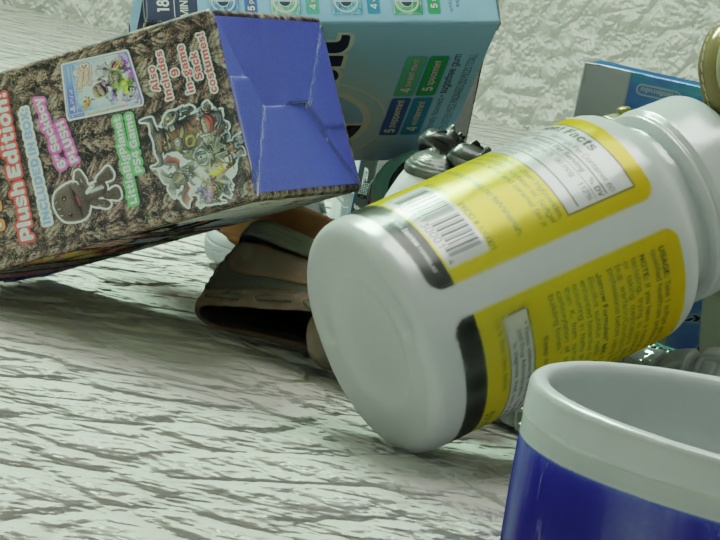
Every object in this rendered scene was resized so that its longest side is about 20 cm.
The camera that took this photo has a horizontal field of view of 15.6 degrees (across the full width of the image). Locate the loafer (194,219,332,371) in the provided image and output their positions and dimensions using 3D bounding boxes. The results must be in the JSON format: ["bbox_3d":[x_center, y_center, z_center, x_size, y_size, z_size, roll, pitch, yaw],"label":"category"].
[{"bbox_3d":[-0.013,0.030,1.366,0.199,0.063,0.072,22,-29,51],"label":"loafer"}]

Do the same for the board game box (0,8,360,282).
[{"bbox_3d":[-0.125,-0.062,1.377,0.199,0.098,0.159,-15,-2,19],"label":"board game box"}]

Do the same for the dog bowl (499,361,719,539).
[{"bbox_3d":[0.154,0.097,0.997,0.198,0.079,0.200,12,8,-2],"label":"dog bowl"}]

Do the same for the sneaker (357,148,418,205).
[{"bbox_3d":[0.088,-0.012,1.617,0.199,0.078,0.140,32,-7,-9],"label":"sneaker"}]

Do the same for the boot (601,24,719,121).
[{"bbox_3d":[0.174,-0.062,1.335,0.154,0.072,0.200,11,-25,38],"label":"boot"}]

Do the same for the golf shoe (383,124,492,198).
[{"bbox_3d":[0.072,0.017,1.412,0.200,0.095,0.078,48,-12,-27],"label":"golf shoe"}]

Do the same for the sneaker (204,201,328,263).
[{"bbox_3d":[-0.048,-0.062,1.733,0.075,0.116,0.200,13,7,8],"label":"sneaker"}]

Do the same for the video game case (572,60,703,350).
[{"bbox_3d":[0.204,-0.008,1.475,0.198,0.183,0.045,13,9,14],"label":"video game case"}]

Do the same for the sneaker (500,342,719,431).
[{"bbox_3d":[0.141,0.067,1.311,0.199,0.078,0.091,23,-3,42],"label":"sneaker"}]

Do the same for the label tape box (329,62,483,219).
[{"bbox_3d":[0.031,-0.097,1.789,0.063,0.202,0.144,10,7,-11],"label":"label tape box"}]

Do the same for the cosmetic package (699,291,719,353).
[{"bbox_3d":[0.271,0.066,1.328,0.103,0.088,0.199,-11,18,-33],"label":"cosmetic package"}]

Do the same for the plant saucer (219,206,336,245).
[{"bbox_3d":[0.000,0.000,1.519,0.199,0.033,0.200,24,-2,1],"label":"plant saucer"}]

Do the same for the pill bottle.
[{"bbox_3d":[0.085,-0.004,1.226,0.199,0.115,0.114,-23,23,-25],"label":"pill bottle"}]

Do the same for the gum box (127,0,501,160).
[{"bbox_3d":[-0.035,-0.119,1.509,0.198,0.045,0.170,-2,-24,-11],"label":"gum box"}]
